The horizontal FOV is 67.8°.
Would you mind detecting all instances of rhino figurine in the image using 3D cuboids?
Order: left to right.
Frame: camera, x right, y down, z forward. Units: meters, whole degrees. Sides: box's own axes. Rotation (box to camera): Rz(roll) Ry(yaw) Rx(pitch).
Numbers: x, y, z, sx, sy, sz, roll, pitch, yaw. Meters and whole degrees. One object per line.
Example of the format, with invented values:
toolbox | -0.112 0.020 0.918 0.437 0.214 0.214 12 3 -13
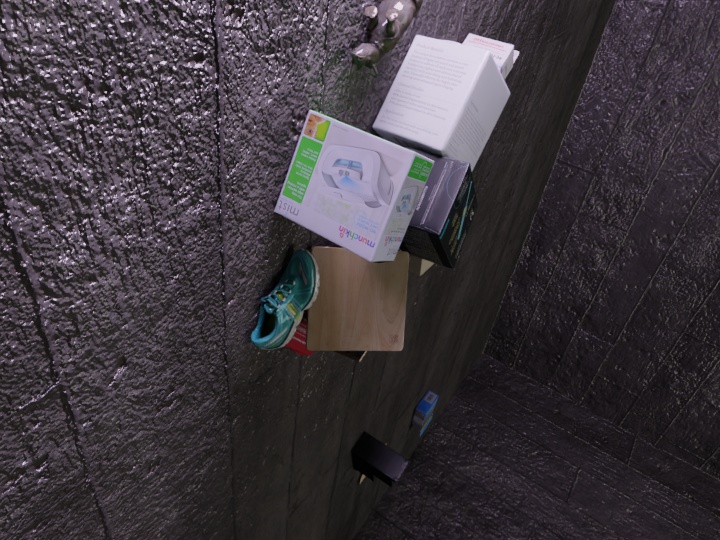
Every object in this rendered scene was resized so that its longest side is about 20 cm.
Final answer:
rhino figurine | 0.039 -0.392 0.866 0.201 0.060 0.087 -58 168 -2

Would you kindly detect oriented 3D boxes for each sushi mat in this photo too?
sushi mat | 0.052 0.838 2.330 0.200 0.012 0.096 -32 141 -52

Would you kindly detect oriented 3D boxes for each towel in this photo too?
towel | -0.097 0.086 1.153 0.201 0.022 0.145 -62 156 -8

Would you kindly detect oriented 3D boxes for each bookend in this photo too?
bookend | 0.074 0.731 2.013 0.092 0.199 0.199 -48 153 -30

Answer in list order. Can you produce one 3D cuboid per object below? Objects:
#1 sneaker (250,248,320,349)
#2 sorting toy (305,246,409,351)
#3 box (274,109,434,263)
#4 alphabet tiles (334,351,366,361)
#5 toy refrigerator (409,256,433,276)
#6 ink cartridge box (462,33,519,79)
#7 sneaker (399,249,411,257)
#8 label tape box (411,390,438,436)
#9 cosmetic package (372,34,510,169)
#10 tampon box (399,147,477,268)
sneaker | -0.136 0.056 0.970 0.079 0.077 0.201 10 106 -58
sorting toy | -0.012 0.055 1.083 0.070 0.197 0.202 -162 -105 -75
box | -0.012 -0.133 0.859 0.097 0.199 0.177 -4 119 -64
alphabet tiles | -0.003 0.101 1.203 0.200 0.167 0.008 -54 129 -21
toy refrigerator | 0.168 -0.087 1.483 0.076 0.070 0.201 -40 149 -30
ink cartridge box | 0.271 -0.462 1.223 0.201 0.116 0.068 -58 157 -14
sneaker | 0.082 -0.069 1.183 0.072 0.080 0.200 -61 168 -2
label tape box | 0.325 0.733 2.743 0.144 0.063 0.201 -42 150 -42
cosmetic package | 0.162 -0.316 1.055 0.166 0.167 0.201 22 96 -59
tampon box | 0.139 -0.116 1.049 0.151 0.126 0.200 -66 158 -10
